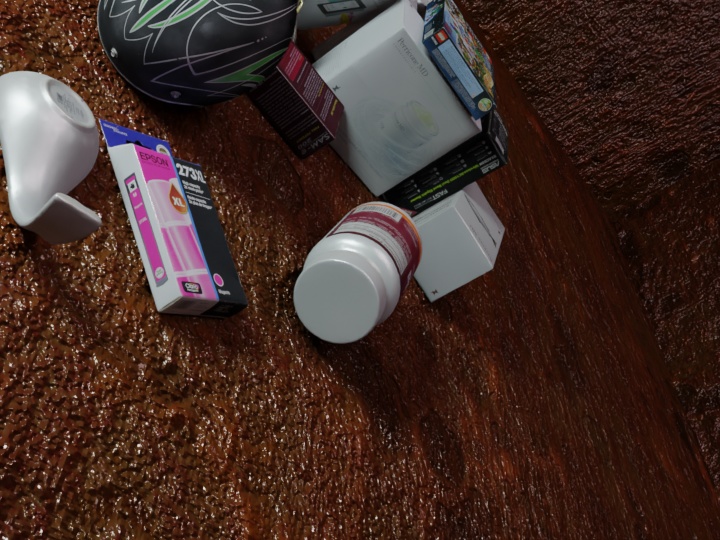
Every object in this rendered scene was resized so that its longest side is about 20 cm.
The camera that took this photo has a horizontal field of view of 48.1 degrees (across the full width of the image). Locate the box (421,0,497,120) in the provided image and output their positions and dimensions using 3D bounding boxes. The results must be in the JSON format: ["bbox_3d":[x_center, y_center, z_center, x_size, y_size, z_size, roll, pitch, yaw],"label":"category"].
[{"bbox_3d":[0.147,-0.320,1.184,0.137,0.038,0.200,49,25,-22],"label":"box"}]

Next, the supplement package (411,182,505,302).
[{"bbox_3d":[0.145,-0.056,1.280,0.117,0.117,0.200,56,24,-10],"label":"supplement package"}]

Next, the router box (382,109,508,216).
[{"bbox_3d":[0.138,-0.174,1.298,0.062,0.199,0.150,55,24,-18],"label":"router box"}]

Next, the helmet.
[{"bbox_3d":[-0.165,-0.268,0.838,0.201,0.199,0.191,58,7,-4],"label":"helmet"}]

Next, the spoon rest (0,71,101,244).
[{"bbox_3d":[-0.245,-0.089,0.631,0.099,0.061,0.200,39,18,-42],"label":"spoon rest"}]

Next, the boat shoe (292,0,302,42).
[{"bbox_3d":[-0.111,-0.379,1.093,0.059,0.201,0.072,32,49,33],"label":"boat shoe"}]

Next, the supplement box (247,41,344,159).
[{"bbox_3d":[-0.109,-0.258,1.076,0.200,0.061,0.109,49,26,-22],"label":"supplement box"}]

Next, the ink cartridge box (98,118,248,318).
[{"bbox_3d":[-0.173,-0.053,0.746,0.095,0.037,0.201,12,51,-60],"label":"ink cartridge box"}]

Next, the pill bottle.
[{"bbox_3d":[0.000,0.000,0.929,0.115,0.114,0.200,56,24,-9],"label":"pill bottle"}]

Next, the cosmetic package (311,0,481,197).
[{"bbox_3d":[0.044,-0.255,1.204,0.199,0.199,0.123,46,27,-28],"label":"cosmetic package"}]

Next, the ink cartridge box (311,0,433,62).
[{"bbox_3d":[0.045,-0.379,1.348,0.176,0.199,0.045,6,59,-62],"label":"ink cartridge box"}]

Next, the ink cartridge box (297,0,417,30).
[{"bbox_3d":[-0.028,-0.467,1.199,0.146,0.199,0.148,26,64,-69],"label":"ink cartridge box"}]
